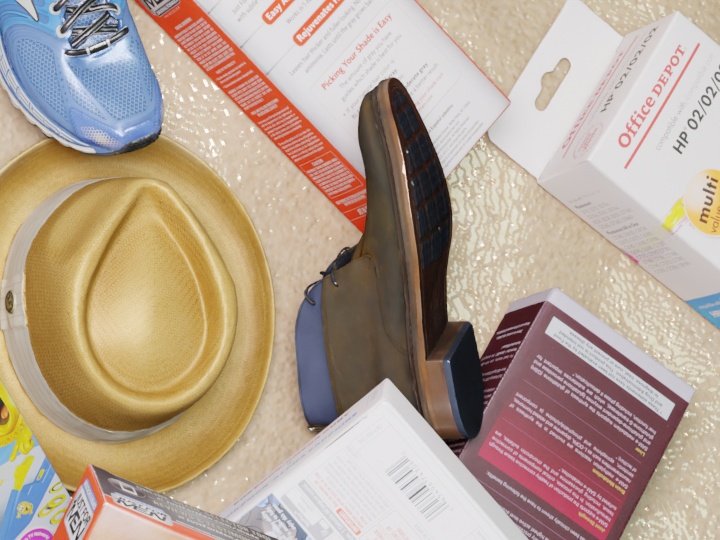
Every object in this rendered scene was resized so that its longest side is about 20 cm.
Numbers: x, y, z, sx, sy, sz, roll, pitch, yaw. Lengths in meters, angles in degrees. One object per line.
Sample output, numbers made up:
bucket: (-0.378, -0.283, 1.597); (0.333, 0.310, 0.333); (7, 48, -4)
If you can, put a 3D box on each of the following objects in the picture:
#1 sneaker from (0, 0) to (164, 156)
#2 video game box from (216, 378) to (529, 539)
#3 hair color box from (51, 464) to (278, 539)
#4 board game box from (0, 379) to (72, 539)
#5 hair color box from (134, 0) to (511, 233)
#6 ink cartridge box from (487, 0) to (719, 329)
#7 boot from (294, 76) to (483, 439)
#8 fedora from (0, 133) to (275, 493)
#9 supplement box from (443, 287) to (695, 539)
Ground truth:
sneaker: (-0.161, -0.152, 1.282); (0.078, 0.089, 0.200); (-26, 84, -23)
video game box: (0.009, 0.188, 1.287); (0.182, 0.047, 0.200); (-39, 99, 11)
hair color box: (-0.126, 0.211, 1.224); (0.111, 0.064, 0.200); (24, 97, -18)
board game box: (-0.249, 0.121, 1.178); (0.200, 0.056, 0.196); (-44, 132, -23)
hair color box: (-0.023, -0.125, 1.365); (0.200, 0.061, 0.102); (46, 67, -12)
ink cartridge box: (0.187, -0.067, 1.444); (0.200, 0.068, 0.115); (37, 69, -14)
boot: (0.000, 0.000, 1.315); (0.075, 0.097, 0.201); (-42, 123, -66)
fedora: (-0.120, 0.017, 1.287); (0.200, 0.082, 0.201); (4, 80, -24)
supplement box: (0.092, 0.123, 1.376); (0.109, 0.061, 0.200); (36, 69, -13)
